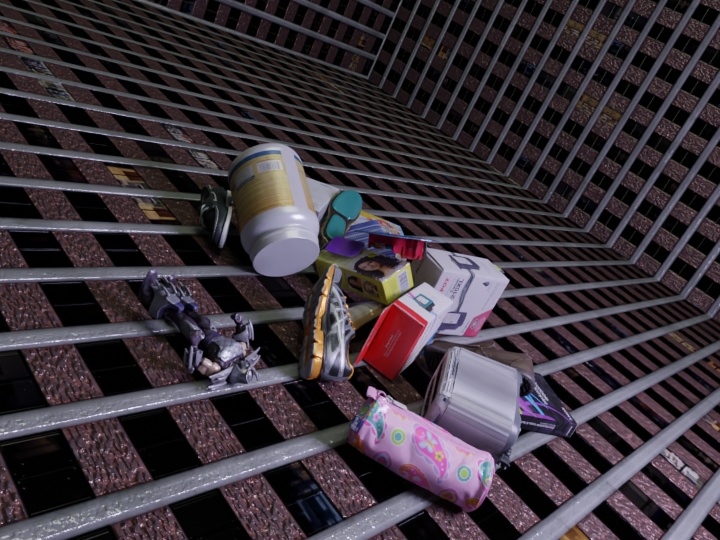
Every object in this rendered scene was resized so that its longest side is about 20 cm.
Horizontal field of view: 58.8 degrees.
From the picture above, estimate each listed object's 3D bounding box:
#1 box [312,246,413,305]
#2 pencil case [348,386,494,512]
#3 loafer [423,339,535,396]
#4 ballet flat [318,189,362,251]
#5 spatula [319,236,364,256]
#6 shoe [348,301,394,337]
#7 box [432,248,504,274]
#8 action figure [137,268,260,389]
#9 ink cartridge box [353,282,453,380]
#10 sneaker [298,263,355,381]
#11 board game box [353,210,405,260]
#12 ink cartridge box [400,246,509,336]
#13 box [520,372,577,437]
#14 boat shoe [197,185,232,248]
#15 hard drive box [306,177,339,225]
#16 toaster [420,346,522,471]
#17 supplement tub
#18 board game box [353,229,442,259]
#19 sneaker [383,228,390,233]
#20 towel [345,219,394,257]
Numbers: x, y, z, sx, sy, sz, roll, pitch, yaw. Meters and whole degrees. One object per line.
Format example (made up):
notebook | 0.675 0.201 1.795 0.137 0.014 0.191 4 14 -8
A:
box | 0.000 0.000 1.158 0.075 0.051 0.198 -34 33 -32
pencil case | 0.078 0.234 0.843 0.197 0.089 0.088 30 22 2
loafer | 0.204 0.159 1.094 0.196 0.074 0.071 14 41 22
ballet flat | -0.050 -0.098 1.325 0.070 0.071 0.201 26 39 -3
spatula | -0.089 -0.043 1.200 0.196 0.021 0.057 -1 30 26
shoe | 0.000 0.079 1.094 0.053 0.070 0.199 44 28 17
box | 0.215 0.024 1.407 0.197 0.112 0.035 11 27 -34
action figure | -0.209 0.083 0.852 0.199 0.070 0.130 39 15 14
ink cartridge box | 0.075 0.103 1.070 0.067 0.118 0.199 34 24 15
sneaker | -0.045 0.082 0.981 0.076 0.078 0.204 18 54 -18
board game box | 0.017 -0.098 1.532 0.196 0.035 0.135 20 24 -20
ink cartridge box | 0.176 0.046 1.268 0.197 0.147 0.085 8 29 -39
box | 0.280 0.226 1.155 0.197 0.037 0.144 17 25 -27
boat shoe | -0.269 -0.101 1.169 0.059 0.077 0.200 16 17 -18
hard drive box | -0.142 -0.141 1.357 0.153 0.078 0.200 20 23 4
toaster | 0.165 0.208 0.960 0.127 0.115 0.201 24 32 2
supplement tub | -0.154 -0.108 1.152 0.143 0.144 0.203 8 54 -39
board game box | 0.063 -0.044 1.155 0.154 0.040 0.200 7 4 0
sneaker | 0.045 -0.031 1.336 0.074 0.088 0.201 47 16 -27
towel | -0.009 -0.036 1.297 0.142 0.024 0.201 -15 34 -4
